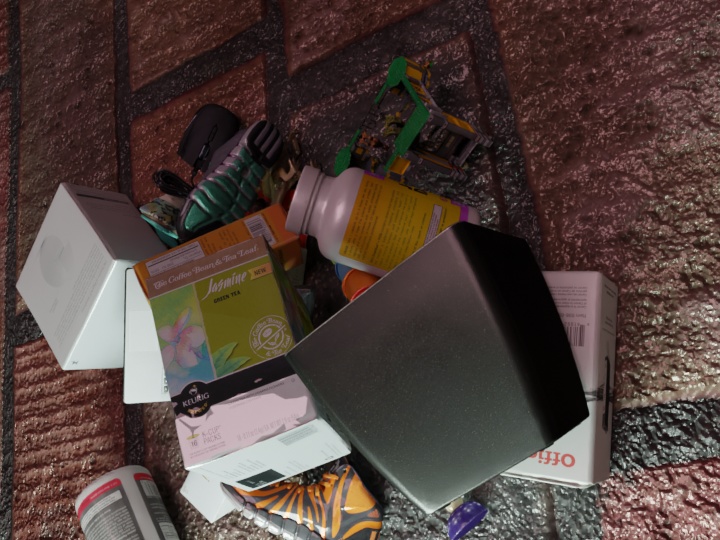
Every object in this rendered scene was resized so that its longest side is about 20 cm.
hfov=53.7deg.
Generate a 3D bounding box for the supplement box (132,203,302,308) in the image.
[{"bbox_3d":[-0.174,-0.008,0.884,0.198,0.067,0.069,-23,60,-14],"label":"supplement box"}]

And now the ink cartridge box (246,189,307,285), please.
[{"bbox_3d":[-0.163,-0.033,1.006,0.198,0.043,0.176,3,82,33],"label":"ink cartridge box"}]

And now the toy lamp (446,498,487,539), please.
[{"bbox_3d":[0.062,0.204,0.804,0.058,0.058,0.200,-47,62,15],"label":"toy lamp"}]

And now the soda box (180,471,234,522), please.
[{"bbox_3d":[-0.152,0.217,0.904,0.063,0.068,0.202,35,110,20],"label":"soda box"}]

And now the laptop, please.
[{"bbox_3d":[-0.205,0.101,0.934,0.116,0.197,0.190,-148,61,-65],"label":"laptop"}]

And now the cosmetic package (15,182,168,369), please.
[{"bbox_3d":[-0.405,0.010,1.093,0.200,0.122,0.201,46,113,33],"label":"cosmetic package"}]

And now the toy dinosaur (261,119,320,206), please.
[{"bbox_3d":[-0.109,-0.128,0.992,0.100,0.058,0.203,-25,56,39],"label":"toy dinosaur"}]

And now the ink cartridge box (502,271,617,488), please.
[{"bbox_3d":[0.180,0.107,0.730,0.143,0.083,0.203,0,78,33],"label":"ink cartridge box"}]

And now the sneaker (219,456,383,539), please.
[{"bbox_3d":[-0.062,0.262,0.847,0.198,0.078,0.113,26,85,5],"label":"sneaker"}]

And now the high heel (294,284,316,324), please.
[{"bbox_3d":[0.000,0.100,0.874,0.197,0.071,0.145,8,102,24],"label":"high heel"}]

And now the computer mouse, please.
[{"bbox_3d":[-0.195,-0.164,1.019,0.046,0.139,0.201,-48,17,47],"label":"computer mouse"}]

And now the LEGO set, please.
[{"bbox_3d":[0.067,-0.142,0.860,0.201,0.115,0.154,-60,36,22],"label":"LEGO set"}]

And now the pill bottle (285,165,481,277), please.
[{"bbox_3d":[0.023,-0.048,0.772,0.197,0.104,0.106,18,89,-3],"label":"pill bottle"}]

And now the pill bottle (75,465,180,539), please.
[{"bbox_3d":[-0.303,0.379,0.966,0.111,0.110,0.201,-46,59,16],"label":"pill bottle"}]

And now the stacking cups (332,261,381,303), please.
[{"bbox_3d":[0.000,0.000,0.830,0.061,0.060,0.201,-48,30,15],"label":"stacking cups"}]

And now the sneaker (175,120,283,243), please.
[{"bbox_3d":[-0.183,-0.113,0.943,0.087,0.075,0.201,6,53,49],"label":"sneaker"}]

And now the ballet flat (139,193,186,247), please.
[{"bbox_3d":[-0.268,-0.080,1.012,0.073,0.200,0.075,1,86,-12],"label":"ballet flat"}]

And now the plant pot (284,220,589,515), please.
[{"bbox_3d":[0.090,0.095,0.637,0.199,0.199,0.179,-37,72,22],"label":"plant pot"}]

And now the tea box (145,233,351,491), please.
[{"bbox_3d":[-0.111,0.105,0.745,0.132,0.200,0.199,-21,67,-1],"label":"tea box"}]
